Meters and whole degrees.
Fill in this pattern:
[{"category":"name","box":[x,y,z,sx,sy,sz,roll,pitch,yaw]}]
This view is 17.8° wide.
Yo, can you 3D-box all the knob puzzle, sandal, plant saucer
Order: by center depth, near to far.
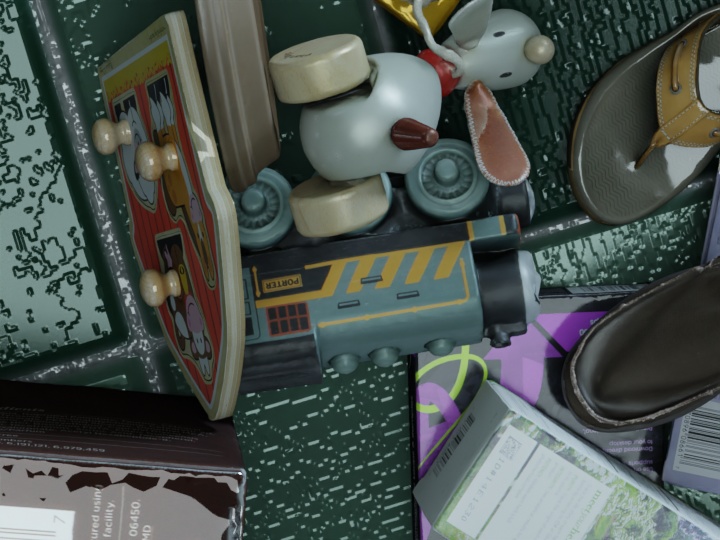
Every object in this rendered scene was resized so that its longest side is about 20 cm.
[{"category":"plant saucer","box":[-0.067,-0.140,1.174,0.029,0.200,0.201,-9,98,0]},{"category":"knob puzzle","box":[-0.102,-0.019,1.186,0.030,0.220,0.220,-13,98,-18]},{"category":"sandal","box":[0.199,-0.101,1.279,0.200,0.055,0.082,-33,99,-1]}]

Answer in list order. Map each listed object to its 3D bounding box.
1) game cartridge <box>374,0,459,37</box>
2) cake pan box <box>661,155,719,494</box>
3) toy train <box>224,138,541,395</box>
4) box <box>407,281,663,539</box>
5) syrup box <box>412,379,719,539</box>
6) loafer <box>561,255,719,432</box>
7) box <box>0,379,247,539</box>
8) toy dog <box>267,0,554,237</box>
[{"category":"game cartridge","box":[0.027,-0.257,1.255,0.176,0.032,0.200,36,93,-9]},{"category":"cake pan box","box":[0.273,0.046,1.273,0.184,0.052,0.200,10,90,14]},{"category":"toy train","box":[0.000,0.000,1.243,0.200,0.085,0.114,-9,71,-3]},{"category":"box","box":[0.100,0.110,1.305,0.143,0.036,0.200,-3,99,-5]},{"category":"syrup box","box":[0.136,0.149,1.256,0.200,0.081,0.079,32,94,-10]},{"category":"loafer","box":[0.193,0.022,1.228,0.200,0.071,0.073,-30,79,13]},{"category":"box","box":[-0.150,0.156,1.202,0.164,0.200,0.166,4,97,-6]},{"category":"toy dog","box":[0.041,-0.093,1.178,0.200,0.096,0.132,-51,129,-31]}]
